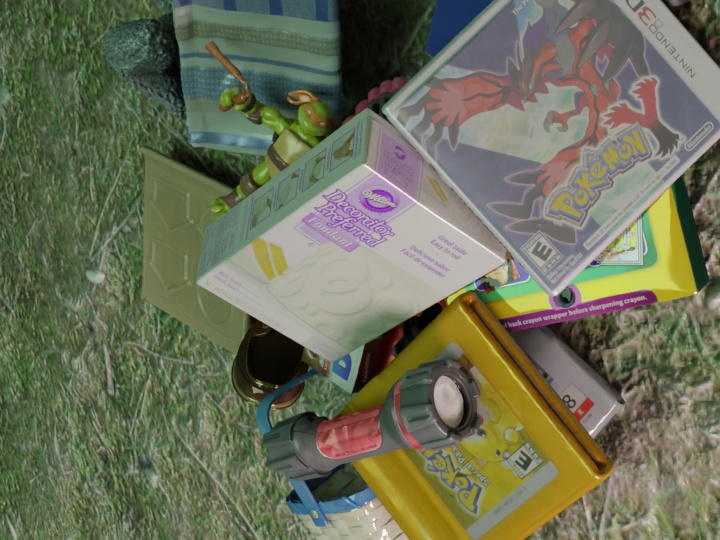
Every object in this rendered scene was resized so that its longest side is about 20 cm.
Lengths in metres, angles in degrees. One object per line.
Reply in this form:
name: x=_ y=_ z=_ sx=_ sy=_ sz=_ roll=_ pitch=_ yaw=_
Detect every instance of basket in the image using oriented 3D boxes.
basket: x=0.004 y=0.172 z=1.228 sx=0.139 sy=0.176 sz=0.201 roll=-10 pitch=106 yaw=49

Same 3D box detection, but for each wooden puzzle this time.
wooden puzzle: x=-0.169 y=-0.023 z=1.452 sx=0.185 sy=0.046 sz=0.201 roll=27 pitch=126 yaw=40

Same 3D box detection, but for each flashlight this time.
flashlight: x=0.002 y=0.123 z=1.059 sx=0.199 sy=0.068 sz=0.068 roll=-20 pitch=94 yaw=41

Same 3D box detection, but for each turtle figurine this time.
turtle figurine: x=-0.068 y=-0.096 z=1.137 sx=0.199 sy=0.064 sz=0.162 roll=35 pitch=127 yaw=0

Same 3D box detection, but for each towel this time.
towel: x=-0.087 y=-0.171 z=1.126 sx=0.146 sy=0.024 sz=0.201 roll=9 pitch=139 yaw=7

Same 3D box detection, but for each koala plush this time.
koala plush: x=-0.091 y=-0.231 z=1.209 sx=0.184 sy=0.178 sz=0.200 roll=39 pitch=135 yaw=-20

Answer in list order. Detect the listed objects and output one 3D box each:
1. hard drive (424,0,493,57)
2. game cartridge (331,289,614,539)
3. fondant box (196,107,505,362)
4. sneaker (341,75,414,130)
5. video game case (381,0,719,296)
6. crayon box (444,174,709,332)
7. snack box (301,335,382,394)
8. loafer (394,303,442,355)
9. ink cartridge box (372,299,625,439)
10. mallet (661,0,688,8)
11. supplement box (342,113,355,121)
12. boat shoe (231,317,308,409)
hard drive: x=0.107 y=-0.244 z=1.013 sx=0.132 sy=0.025 sz=0.201 roll=-132 pitch=50 yaw=-57
game cartridge: x=0.079 y=0.141 z=1.067 sx=0.177 sy=0.032 sz=0.200 roll=51 pitch=128 yaw=11
fondant box: x=-0.009 y=-0.019 z=1.013 sx=0.200 sy=0.144 sz=0.059 roll=-33 pitch=37 yaw=38
sneaker: x=0.014 y=-0.072 z=1.040 sx=0.095 sy=0.079 sz=0.200 roll=36 pitch=136 yaw=-16
video game case: x=0.147 y=-0.115 z=0.945 sx=0.182 sy=0.200 sz=0.023 roll=47 pitch=179 yaw=-6
crayon box: x=0.149 y=-0.050 z=1.034 sx=0.199 sy=0.058 sz=0.174 roll=-13 pitch=94 yaw=26
snack box: x=0.000 y=0.000 z=1.151 sx=0.072 sy=0.024 sz=0.201 roll=29 pitch=113 yaw=41
loafer: x=0.067 y=0.053 z=1.202 sx=0.200 sy=0.072 sz=0.063 roll=51 pitch=130 yaw=27
ink cartridge box: x=0.097 y=0.101 z=1.127 sx=0.200 sy=0.050 sz=0.162 roll=43 pitch=101 yaw=14
mallet: x=0.167 y=-0.226 z=1.016 sx=0.199 sy=0.041 sz=0.066 roll=5 pitch=125 yaw=51
supplement box: x=-0.004 y=-0.080 z=1.219 sx=0.199 sy=0.061 sz=0.110 roll=-14 pitch=77 yaw=47
boat shoe: x=-0.076 y=0.059 z=1.277 sx=0.071 sy=0.200 sz=0.068 roll=16 pitch=118 yaw=1
